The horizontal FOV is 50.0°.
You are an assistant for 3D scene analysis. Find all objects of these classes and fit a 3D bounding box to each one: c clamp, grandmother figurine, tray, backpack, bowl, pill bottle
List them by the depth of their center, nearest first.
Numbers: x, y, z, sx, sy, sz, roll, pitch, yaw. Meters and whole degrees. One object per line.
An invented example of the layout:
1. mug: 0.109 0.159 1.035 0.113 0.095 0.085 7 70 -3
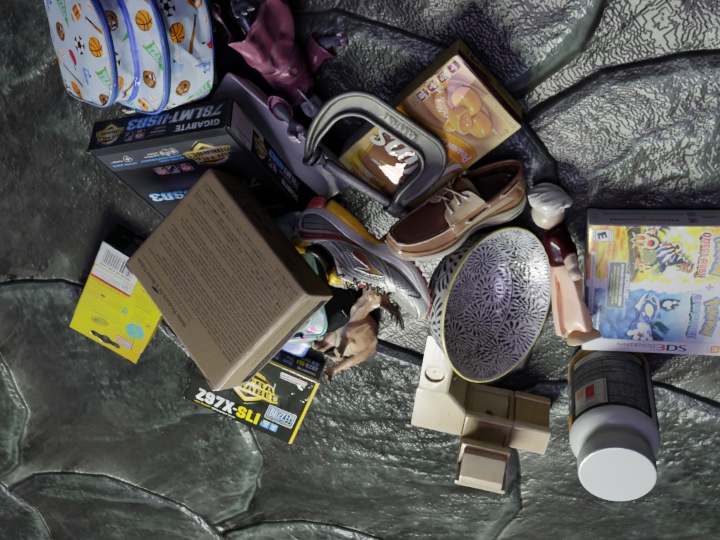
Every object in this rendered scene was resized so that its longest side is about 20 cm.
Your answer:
1. backpack: -0.252 -0.267 0.866 0.189 0.154 0.202 19 131 32
2. c clamp: 0.010 -0.117 0.911 0.199 0.027 0.170 35 124 -30
3. grandmother figurine: 0.251 -0.011 0.960 0.060 0.121 0.202 -17 97 -4
4. tray: -0.096 -0.170 0.974 0.199 0.022 0.107 40 161 -13
5. bowl: 0.149 0.033 1.003 0.094 0.200 0.202 23 140 49
6. pill bottle: 0.334 0.195 1.023 0.115 0.201 0.117 7 125 10
7. backpack: -0.130 0.019 1.025 0.198 0.153 0.178 -11 92 30

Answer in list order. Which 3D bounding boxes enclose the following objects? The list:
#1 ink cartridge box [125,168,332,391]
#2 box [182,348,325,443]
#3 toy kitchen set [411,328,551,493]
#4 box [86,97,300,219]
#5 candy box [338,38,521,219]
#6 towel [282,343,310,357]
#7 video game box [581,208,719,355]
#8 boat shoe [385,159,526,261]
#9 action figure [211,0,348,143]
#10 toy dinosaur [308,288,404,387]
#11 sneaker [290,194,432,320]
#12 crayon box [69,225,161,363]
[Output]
1. ink cartridge box: -0.156 0.010 0.910 0.165 0.075 0.200 -44 73 15
2. box: -0.174 0.179 1.242 0.198 0.050 0.161 24 128 -2
3. toy kitchen set: 0.177 0.182 1.079 0.197 0.164 0.182 11 126 7
4. box: -0.204 -0.129 0.981 0.198 0.050 0.199 -5 152 19
5. candy box: 0.082 -0.165 0.931 0.115 0.056 0.199 42 123 -17
6. towel: -0.116 0.037 1.144 0.144 0.024 0.201 25 126 -4
7. video game box: 0.378 0.018 0.987 0.180 0.047 0.202 0 124 12
8. boat shoe: 0.114 -0.079 0.917 0.076 0.199 0.072 46 154 33
9. action figure: -0.100 -0.241 0.897 0.148 0.134 0.200 24 160 36
10. toy dinosaur: 0.000 0.090 1.121 0.086 0.134 0.201 55 156 24
11. sneaker: 0.000 0.000 0.947 0.199 0.082 0.078 36 159 0
12. crayon box: -0.362 0.041 1.194 0.126 0.051 0.201 31 125 -7
